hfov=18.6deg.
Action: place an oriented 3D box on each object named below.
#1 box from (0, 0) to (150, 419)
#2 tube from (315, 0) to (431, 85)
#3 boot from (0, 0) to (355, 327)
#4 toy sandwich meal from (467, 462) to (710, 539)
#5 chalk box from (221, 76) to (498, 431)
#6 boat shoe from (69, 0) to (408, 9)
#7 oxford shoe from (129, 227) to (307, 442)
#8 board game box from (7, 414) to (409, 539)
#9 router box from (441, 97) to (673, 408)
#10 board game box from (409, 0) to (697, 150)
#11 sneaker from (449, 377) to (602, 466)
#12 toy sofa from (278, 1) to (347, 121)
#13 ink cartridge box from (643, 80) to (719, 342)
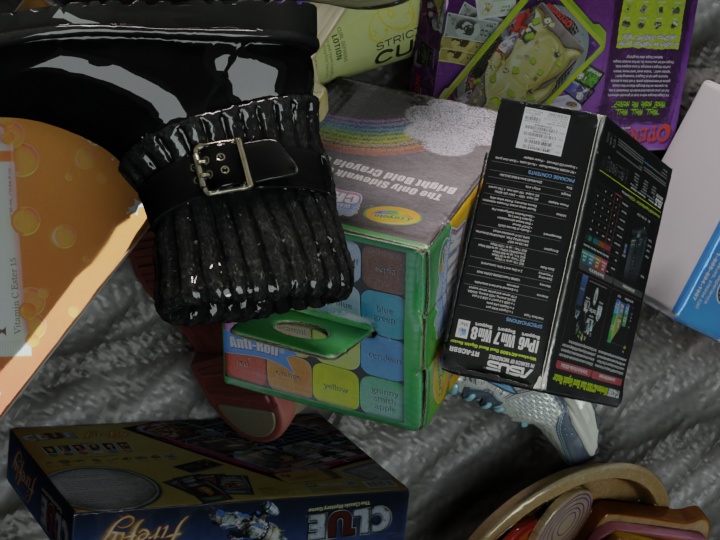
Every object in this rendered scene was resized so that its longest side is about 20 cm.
[{"bbox_3d":[-0.184,-0.035,1.180,0.124,0.097,0.200,37,93,-8],"label":"box"},{"bbox_3d":[0.011,-0.150,1.289,0.200,0.052,0.058,-22,159,-23],"label":"tube"},{"bbox_3d":[-0.110,-0.050,1.083,0.211,0.079,0.158,-3,86,-8],"label":"boot"},{"bbox_3d":[0.139,0.209,1.414,0.205,0.070,0.205,-23,138,-22],"label":"toy sandwich meal"},{"bbox_3d":[0.000,0.000,1.208,0.200,0.124,0.124,-50,149,-49],"label":"chalk box"},{"bbox_3d":[-0.062,-0.171,1.110,0.200,0.074,0.076,-4,78,12],"label":"boat shoe"},{"bbox_3d":[-0.080,-0.001,1.295,0.075,0.070,0.200,-41,118,-43],"label":"oxford shoe"},{"bbox_3d":[-0.090,0.125,1.277,0.200,0.135,0.035,-1,106,-24],"label":"board game box"},{"bbox_3d":[0.114,-0.004,1.237,0.200,0.062,0.150,19,82,-70],"label":"router box"},{"bbox_3d":[0.119,-0.131,1.334,0.200,0.032,0.120,-3,104,-36],"label":"board game box"},{"bbox_3d":[0.075,0.051,1.375,0.086,0.078,0.200,-36,109,0],"label":"sneaker"},{"bbox_3d":[-0.011,-0.188,1.188,0.098,0.083,0.200,33,86,1],"label":"toy sofa"},{"bbox_3d":[0.276,-0.013,1.419,0.200,0.084,0.145,25,96,-36],"label":"ink cartridge box"}]
